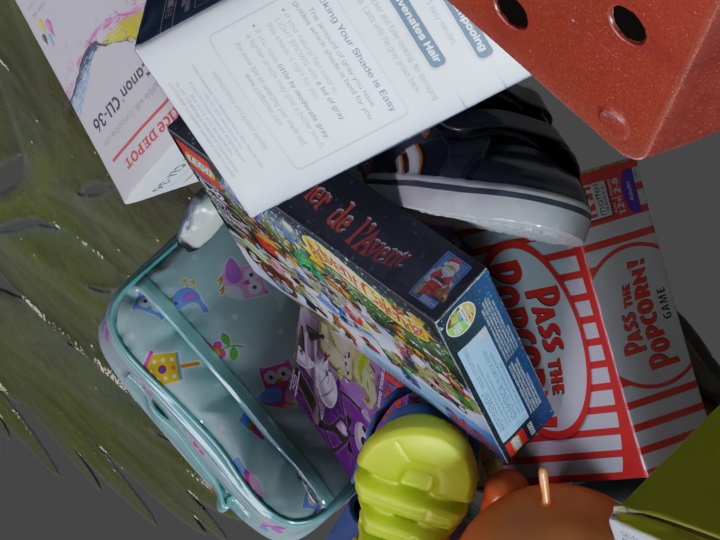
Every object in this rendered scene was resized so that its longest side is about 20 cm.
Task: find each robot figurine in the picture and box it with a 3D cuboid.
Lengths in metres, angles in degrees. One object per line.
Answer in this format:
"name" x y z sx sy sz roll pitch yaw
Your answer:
"robot figurine" 0.095 0.187 1.247 0.116 0.144 0.201 19 142 9

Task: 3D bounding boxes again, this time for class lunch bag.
"lunch bag" -0.055 0.060 1.511 0.200 0.160 0.077 48 158 3

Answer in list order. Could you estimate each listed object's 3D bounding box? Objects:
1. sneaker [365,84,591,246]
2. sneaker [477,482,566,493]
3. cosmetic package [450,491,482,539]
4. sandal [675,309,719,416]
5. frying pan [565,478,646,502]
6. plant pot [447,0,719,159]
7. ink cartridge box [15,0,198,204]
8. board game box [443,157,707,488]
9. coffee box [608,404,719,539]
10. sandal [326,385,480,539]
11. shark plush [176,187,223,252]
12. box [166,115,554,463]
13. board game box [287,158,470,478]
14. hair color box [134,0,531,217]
"sneaker" 0.055 -0.058 1.185 0.078 0.080 0.200 14 -179 -22
"sneaker" 0.049 0.050 1.424 0.200 0.077 0.085 43 152 10
"cosmetic package" 0.074 0.187 1.464 0.108 0.085 0.200 42 -170 8
"sandal" 0.180 0.086 1.270 0.200 0.055 0.082 47 156 6
"frying pan" 0.130 0.135 1.384 0.189 0.031 0.115 32 139 -16
"plant pot" 0.114 -0.160 0.841 0.200 0.176 0.200 43 157 12
"ink cartridge box" -0.104 -0.119 1.324 0.116 0.067 0.201 -42 74 46
"board game box" 0.095 0.032 1.279 0.200 0.046 0.152 -16 90 64
"coffee box" 0.258 0.138 1.028 0.200 0.200 0.198 24 147 45
"sandal" 0.020 0.136 1.325 0.079 0.087 0.201 21 127 -4
"shark plush" -0.055 -0.080 1.394 0.090 0.084 0.201 7 141 5
"box" 0.000 0.000 1.231 0.200 0.038 0.137 36 165 35
"board game box" 0.007 0.030 1.370 0.120 0.032 0.201 48 143 37
"hair color box" 0.012 -0.116 1.076 0.100 0.199 0.061 56 -161 -26
